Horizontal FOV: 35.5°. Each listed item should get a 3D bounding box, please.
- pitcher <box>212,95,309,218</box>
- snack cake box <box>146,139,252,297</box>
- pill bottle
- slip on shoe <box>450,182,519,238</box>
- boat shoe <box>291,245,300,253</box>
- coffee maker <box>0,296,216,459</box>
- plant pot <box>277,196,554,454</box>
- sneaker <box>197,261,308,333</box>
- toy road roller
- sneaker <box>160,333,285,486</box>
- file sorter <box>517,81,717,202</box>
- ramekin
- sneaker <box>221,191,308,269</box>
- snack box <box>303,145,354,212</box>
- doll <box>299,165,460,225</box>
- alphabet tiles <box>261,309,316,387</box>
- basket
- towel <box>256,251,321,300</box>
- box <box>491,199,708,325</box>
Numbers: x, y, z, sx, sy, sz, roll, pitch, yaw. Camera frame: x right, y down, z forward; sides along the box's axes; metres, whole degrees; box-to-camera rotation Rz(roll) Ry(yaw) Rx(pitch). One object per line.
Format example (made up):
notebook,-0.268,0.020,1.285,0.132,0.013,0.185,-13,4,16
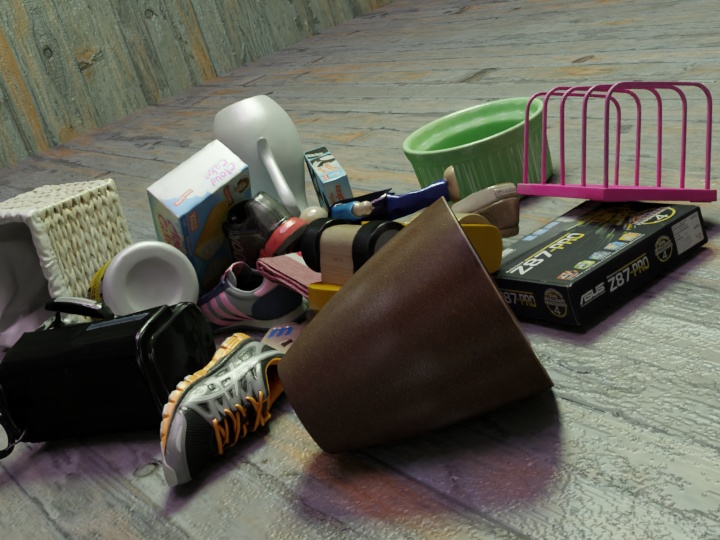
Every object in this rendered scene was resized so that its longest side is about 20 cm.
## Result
pitcher,-0.125,-0.138,1.543,0.120,0.202,0.172,-22,-2,-12
snack cake box,-0.194,-0.051,1.420,0.115,0.201,0.067,-38,62,-25
pill bottle,-0.273,0.033,1.375,0.112,0.113,0.200,-27,3,-23
slip on shoe,0.121,-0.049,1.348,0.076,0.061,0.199,-14,-5,-37
boat shoe,-0.074,-0.024,1.466,0.068,0.057,0.199,-31,23,-30
coffee maker,-0.273,0.123,1.192,0.198,0.135,0.193,-10,44,27
plant pot,0.035,0.069,0.974,0.199,0.188,0.187,-32,18,7
sneaker,-0.153,0.027,1.365,0.198,0.083,0.070,-6,27,35
toy road roller,0.039,0.019,1.122,0.199,0.148,0.122,-6,8,-36
sneaker,-0.126,0.131,1.080,0.077,0.079,0.200,12,38,19
file sorter,0.280,-0.142,1.249,0.138,0.127,0.200,-1,6,-18
ramekin,0.165,-0.154,1.529,0.198,0.099,0.200,-17,19,6
sneaker,-0.129,-0.034,1.395,0.071,0.098,0.200,-41,-4,-30
snack box,-0.032,-0.092,1.521,0.037,0.117,0.200,-20,19,-4
doll,0.022,-0.075,1.373,0.198,0.049,0.136,-15,-7,3
alphabet tiles,-0.025,0.075,1.218,0.198,0.015,0.196,-11,23,23
basket,-0.423,-0.009,1.555,0.197,0.202,0.160,-1,20,41
towel,0.000,0.000,1.278,0.198,0.023,0.144,-10,23,-33
box,0.232,-0.013,1.162,0.199,0.050,0.161,-28,18,-27
